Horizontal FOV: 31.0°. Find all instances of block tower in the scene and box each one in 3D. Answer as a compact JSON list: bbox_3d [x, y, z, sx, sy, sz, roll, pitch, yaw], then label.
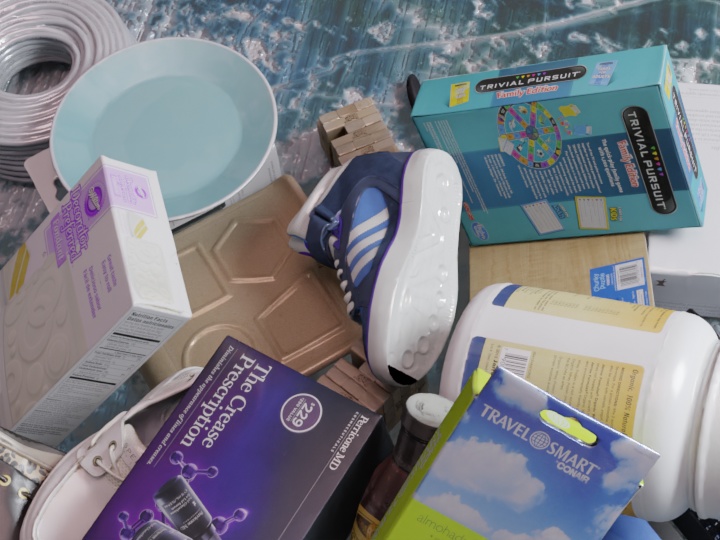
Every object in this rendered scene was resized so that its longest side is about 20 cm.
[{"bbox_3d":[0.020,-0.064,1.139,0.057,0.054,0.201,-22,58,-8],"label":"block tower"},{"bbox_3d":[-0.034,0.135,1.008,0.058,0.054,0.200,34,66,24],"label":"block tower"}]

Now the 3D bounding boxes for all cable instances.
[{"bbox_3d":[-0.303,-0.180,1.230,0.200,0.069,0.200,-39,63,-19],"label":"cable"}]

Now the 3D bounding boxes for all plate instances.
[{"bbox_3d":[-0.169,-0.119,1.125,0.199,0.026,0.201,-3,58,4],"label":"plate"}]

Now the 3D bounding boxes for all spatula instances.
[{"bbox_3d":[0.060,-0.106,1.171,0.020,0.057,0.201,2,49,-10],"label":"spatula"}]

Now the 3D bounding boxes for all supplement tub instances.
[{"bbox_3d":[0.168,0.092,0.904,0.199,0.145,0.145,10,58,25],"label":"supplement tub"}]

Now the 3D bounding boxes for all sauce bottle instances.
[{"bbox_3d":[0.026,0.178,0.901,0.066,0.201,0.066,10,26,-5],"label":"sauce bottle"}]

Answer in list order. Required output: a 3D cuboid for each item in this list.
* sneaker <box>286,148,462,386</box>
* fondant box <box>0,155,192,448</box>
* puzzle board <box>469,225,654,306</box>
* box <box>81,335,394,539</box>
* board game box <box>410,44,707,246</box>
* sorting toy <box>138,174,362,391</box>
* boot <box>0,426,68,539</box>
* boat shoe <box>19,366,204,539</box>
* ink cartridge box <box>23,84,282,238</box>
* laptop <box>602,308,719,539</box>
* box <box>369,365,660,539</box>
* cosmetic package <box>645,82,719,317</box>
[{"bbox_3d":[0.000,0.000,1.033,0.146,0.080,0.201,-8,62,40],"label":"sneaker"},{"bbox_3d":[-0.225,0.028,1.029,0.200,0.058,0.145,-41,52,30],"label":"fondant box"},{"bbox_3d":[0.162,-0.001,1.067,0.150,0.017,0.201,-14,45,18],"label":"puzzle board"},{"bbox_3d":[-0.086,0.167,0.907,0.141,0.079,0.201,25,68,22],"label":"box"},{"bbox_3d":[0.160,-0.094,1.032,0.199,0.151,0.047,-4,46,27],"label":"board game box"},{"bbox_3d":[-0.102,0.031,1.104,0.199,0.037,0.186,-31,60,-9],"label":"sorting toy"},{"bbox_3d":[-0.298,0.194,0.973,0.199,0.073,0.151,22,62,-11],"label":"boot"},{"bbox_3d":[-0.172,0.140,0.967,0.071,0.069,0.200,45,64,-5],"label":"boat shoe"},{"bbox_3d":[-0.184,-0.086,1.161,0.199,0.068,0.116,-28,59,-13],"label":"ink cartridge box"},{"bbox_3d":[0.214,0.159,0.948,0.103,0.200,0.178,2,43,-50],"label":"laptop"},{"bbox_3d":[0.086,0.157,0.826,0.121,0.201,0.048,28,21,-5],"label":"box"},{"bbox_3d":[0.291,-0.062,1.105,0.101,0.074,0.201,6,60,9],"label":"cosmetic package"}]
